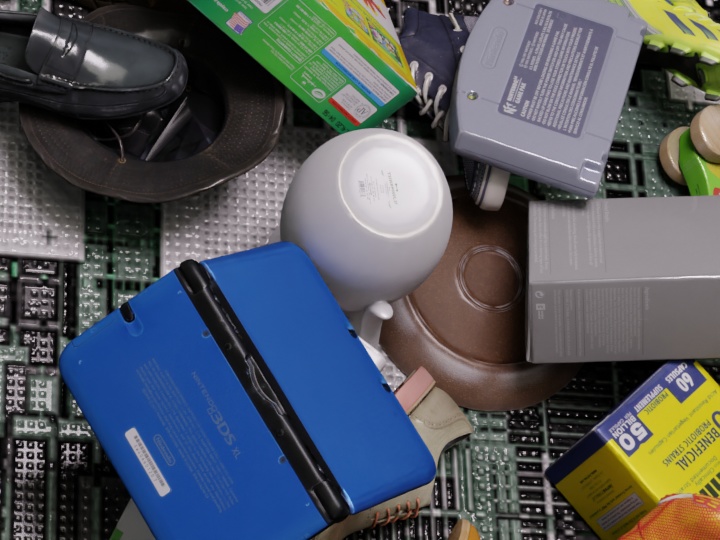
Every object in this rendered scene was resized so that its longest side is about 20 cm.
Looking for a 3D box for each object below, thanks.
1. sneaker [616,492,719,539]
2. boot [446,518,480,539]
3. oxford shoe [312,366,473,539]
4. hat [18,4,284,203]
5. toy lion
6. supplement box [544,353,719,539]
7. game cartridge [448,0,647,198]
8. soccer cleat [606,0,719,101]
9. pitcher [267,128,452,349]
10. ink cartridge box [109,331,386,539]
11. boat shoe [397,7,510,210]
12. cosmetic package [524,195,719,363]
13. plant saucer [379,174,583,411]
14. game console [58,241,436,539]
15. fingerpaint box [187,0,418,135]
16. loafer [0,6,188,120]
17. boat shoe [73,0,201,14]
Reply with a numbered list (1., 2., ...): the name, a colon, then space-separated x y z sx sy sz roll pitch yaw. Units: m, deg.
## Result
1. sneaker: 0.201 0.220 1.545 0.073 0.200 0.077 45 44 -7
2. boot: 0.116 0.290 1.556 0.143 0.071 0.203 10 76 -5
3. oxford shoe: 0.015 0.160 1.585 0.074 0.071 0.200 40 62 -1
4. hat: -0.156 -0.108 1.640 0.198 0.081 0.202 1 55 -1
5. toy lion: 0.344 -0.043 1.778 0.190 0.069 0.202 14 64 -20
6. supplement box: 0.256 0.180 1.629 0.109 0.110 0.200 -39 83 -27
7. game cartridge: 0.141 -0.147 1.673 0.132 0.041 0.201 22 48 1
8. soccer cleat: 0.263 -0.196 1.766 0.199 0.065 0.084 23 66 40
9. pitcher: 0.000 0.000 1.576 0.120 0.200 0.173 -8 71 -20
10. ink cartridge box: -0.083 0.133 1.522 0.084 0.146 0.200 37 61 3
11. boat shoe: 0.070 -0.129 1.715 0.092 0.075 0.201 8 44 -8
12. cosmetic package: 0.223 0.005 1.621 0.198 0.091 0.107 2 38 5
13. plant saucer: 0.099 0.011 1.698 0.198 0.032 0.202 6 67 -14
14. game console: -0.075 0.098 1.447 0.170 0.118 0.201 -34 75 6
15. fingerpaint box: -0.058 -0.216 1.634 0.200 0.073 0.168 39 23 -39
16. loafer: -0.226 -0.156 1.579 0.199 0.071 0.069 6 58 9
17. boat shoe: -0.173 -0.241 1.701 0.198 0.072 0.068 17 58 -17
